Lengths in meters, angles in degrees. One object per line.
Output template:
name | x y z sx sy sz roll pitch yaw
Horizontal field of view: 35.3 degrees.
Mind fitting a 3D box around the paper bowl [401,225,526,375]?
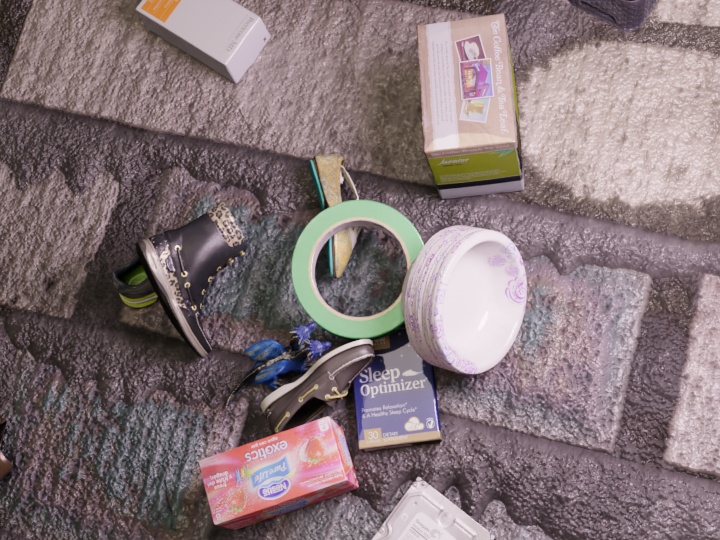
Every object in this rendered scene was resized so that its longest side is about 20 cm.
paper bowl | 0.136 0.037 1.584 0.104 0.200 0.202 13 74 45

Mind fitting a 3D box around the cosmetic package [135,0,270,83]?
cosmetic package | -0.259 -0.406 1.861 0.199 0.071 0.102 33 82 18

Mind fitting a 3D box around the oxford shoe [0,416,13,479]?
oxford shoe | -0.589 0.236 1.740 0.084 0.073 0.201 -27 71 -15

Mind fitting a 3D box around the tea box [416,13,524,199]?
tea box | 0.163 -0.235 1.657 0.132 0.197 0.202 -5 72 9

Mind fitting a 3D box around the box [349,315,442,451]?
box | 0.048 0.155 1.649 0.120 0.032 0.202 -9 71 9

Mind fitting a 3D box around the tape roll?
tape roll | 0.000 0.000 1.644 0.198 0.048 0.203 0 82 4

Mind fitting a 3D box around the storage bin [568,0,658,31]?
storage bin | 0.417 -0.490 1.740 0.135 0.094 0.201 32 81 18

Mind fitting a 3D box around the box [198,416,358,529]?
box | -0.114 0.289 1.604 0.198 0.103 0.095 -19 71 4

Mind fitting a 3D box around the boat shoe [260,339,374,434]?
boat shoe | -0.054 0.172 1.626 0.201 0.072 0.061 -37 60 20

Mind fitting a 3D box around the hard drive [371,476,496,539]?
hard drive | 0.076 0.407 1.563 0.139 0.038 0.200 36 82 19

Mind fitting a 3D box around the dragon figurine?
dragon figurine | -0.131 0.135 1.652 0.199 0.099 0.059 -24 70 9

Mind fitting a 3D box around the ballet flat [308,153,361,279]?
ballet flat | -0.031 -0.087 1.724 0.070 0.071 0.202 -14 71 7

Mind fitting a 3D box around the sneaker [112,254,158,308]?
sneaker | -0.291 -0.010 1.740 0.199 0.081 0.074 -31 70 1

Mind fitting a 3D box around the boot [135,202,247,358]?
boot | -0.229 0.014 1.698 0.153 0.073 0.205 -31 110 -17
